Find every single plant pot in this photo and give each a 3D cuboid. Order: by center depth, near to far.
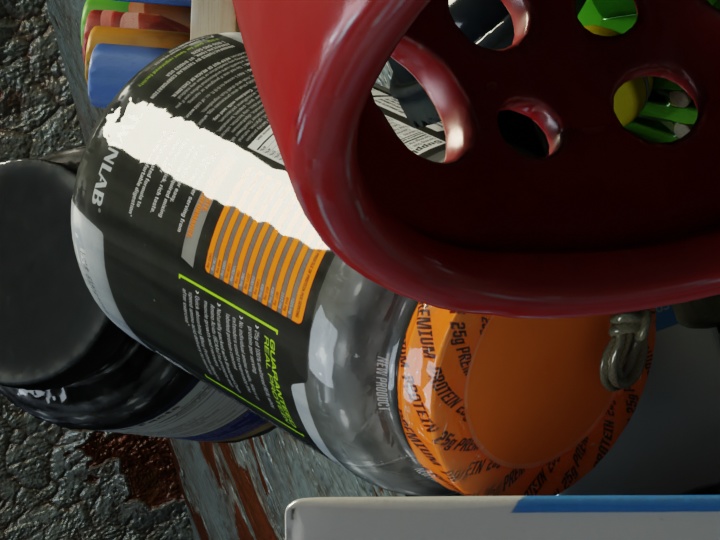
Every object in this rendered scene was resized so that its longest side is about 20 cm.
[{"bbox_3d":[0.056,-0.116,0.576,0.201,0.199,0.183,90,163,-63],"label":"plant pot"}]

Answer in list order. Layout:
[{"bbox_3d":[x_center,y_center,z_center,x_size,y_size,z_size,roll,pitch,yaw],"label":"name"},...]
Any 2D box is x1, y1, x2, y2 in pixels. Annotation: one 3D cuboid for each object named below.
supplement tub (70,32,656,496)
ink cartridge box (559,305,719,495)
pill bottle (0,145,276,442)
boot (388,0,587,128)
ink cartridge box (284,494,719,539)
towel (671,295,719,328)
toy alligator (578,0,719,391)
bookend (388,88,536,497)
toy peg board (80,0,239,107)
[{"bbox_3d":[0.000,0.000,0.970,0.200,0.122,0.123,28,141,47],"label":"supplement tub"},{"bbox_3d":[0.103,0.097,1.069,0.145,0.083,0.201,109,141,-73],"label":"ink cartridge box"},{"bbox_3d":[-0.091,0.010,1.143,0.200,0.111,0.112,17,-130,-68],"label":"pill bottle"},{"bbox_3d":[0.000,-0.137,0.911,0.169,0.076,0.200,55,-179,-10],"label":"boot"},{"bbox_3d":[0.071,0.116,0.888,0.200,0.145,0.085,29,-120,-73],"label":"ink cartridge box"},{"bbox_3d":[0.103,-0.085,0.903,0.200,0.034,0.193,132,116,-77],"label":"towel"},{"bbox_3d":[0.093,-0.033,0.835,0.054,0.059,0.201,14,138,24],"label":"toy alligator"},{"bbox_3d":[0.040,0.029,1.275,0.199,0.092,0.201,123,127,-78],"label":"bookend"},{"bbox_3d":[-0.076,-0.149,1.143,0.199,0.097,0.201,-56,-31,-75],"label":"toy peg board"}]
